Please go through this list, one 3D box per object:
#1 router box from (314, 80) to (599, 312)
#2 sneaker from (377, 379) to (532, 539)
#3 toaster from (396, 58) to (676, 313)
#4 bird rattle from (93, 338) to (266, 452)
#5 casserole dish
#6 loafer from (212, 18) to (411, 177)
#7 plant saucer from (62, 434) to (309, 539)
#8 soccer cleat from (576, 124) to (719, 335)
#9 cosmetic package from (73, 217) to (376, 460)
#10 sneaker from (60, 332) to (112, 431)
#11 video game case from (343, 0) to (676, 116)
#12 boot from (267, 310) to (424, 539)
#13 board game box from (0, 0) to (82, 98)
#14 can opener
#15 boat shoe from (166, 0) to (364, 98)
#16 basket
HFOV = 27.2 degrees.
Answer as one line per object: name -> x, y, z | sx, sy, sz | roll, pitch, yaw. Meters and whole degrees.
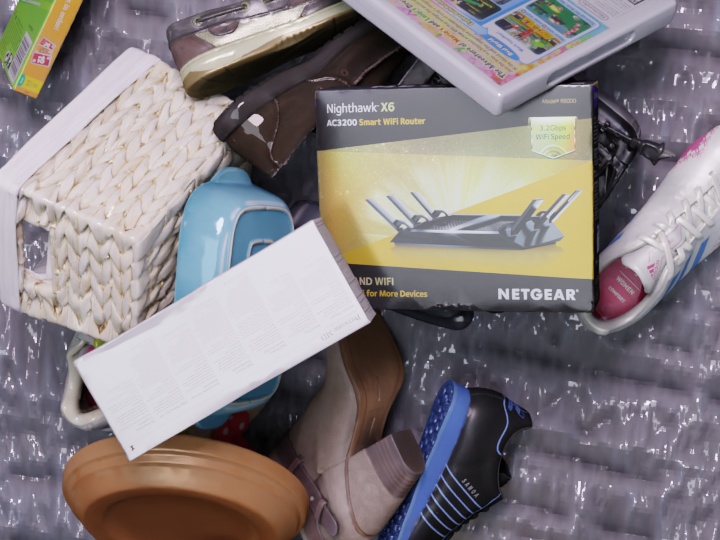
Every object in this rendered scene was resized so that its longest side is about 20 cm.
router box -> 0.070, -0.053, 1.058 | 0.198, 0.052, 0.159 | 0, 100, 14
sneaker -> 0.073, 0.186, 1.217 | 0.077, 0.070, 0.201 | 18, 114, -10
toaster -> 0.108, -0.085, 1.132 | 0.200, 0.119, 0.181 | 39, 107, 5
bird rattle -> -0.115, 0.100, 1.212 | 0.163, 0.200, 0.112 | -48, 47, -13
casserole dish -> -0.092, 0.024, 1.127 | 0.038, 0.121, 0.202 | 7, 95, 28
loafer -> -0.020, -0.134, 1.142 | 0.199, 0.073, 0.072 | -34, 92, -21
plant saucer -> -0.141, 0.191, 1.185 | 0.198, 0.201, 0.038 | -5, 56, 15
soccer cleat -> 0.238, -0.026, 1.127 | 0.070, 0.086, 0.200 | 40, 106, 4
cosmetic package -> -0.095, 0.048, 1.051 | 0.199, 0.051, 0.083 | -30, 90, 8
sneaker -> -0.195, 0.055, 1.249 | 0.081, 0.088, 0.202 | 21, 104, 9
video game case -> 0.093, -0.201, 1.060 | 0.200, 0.181, 0.024 | 42, 146, 30
boot -> -0.026, 0.128, 1.231 | 0.146, 0.070, 0.202 | -37, 60, 37
board game box -> -0.239, -0.247, 1.205 | 0.030, 0.096, 0.201 | 17, 110, -30
can opener -> 0.000, 0.000, 1.167 | 0.199, 0.063, 0.079 | 24, 89, 35
boat shoe -> -0.055, -0.200, 1.146 | 0.200, 0.072, 0.066 | -27, 85, -13
basket -> -0.176, -0.055, 1.147 | 0.122, 0.200, 0.136 | 22, 135, 13
